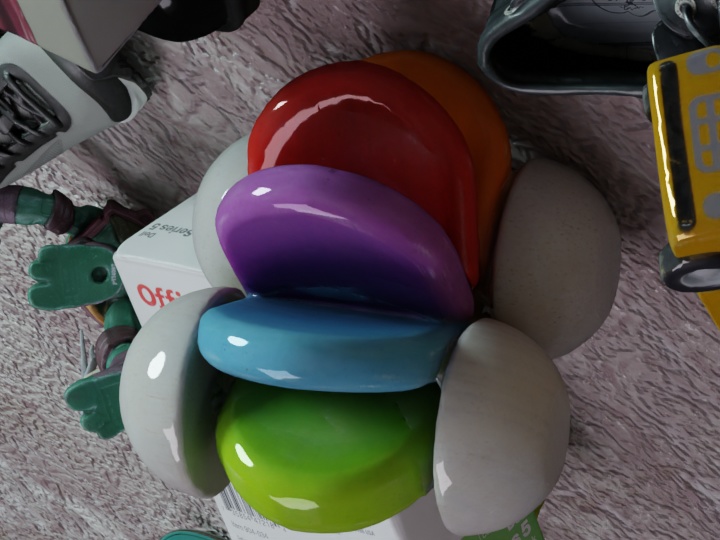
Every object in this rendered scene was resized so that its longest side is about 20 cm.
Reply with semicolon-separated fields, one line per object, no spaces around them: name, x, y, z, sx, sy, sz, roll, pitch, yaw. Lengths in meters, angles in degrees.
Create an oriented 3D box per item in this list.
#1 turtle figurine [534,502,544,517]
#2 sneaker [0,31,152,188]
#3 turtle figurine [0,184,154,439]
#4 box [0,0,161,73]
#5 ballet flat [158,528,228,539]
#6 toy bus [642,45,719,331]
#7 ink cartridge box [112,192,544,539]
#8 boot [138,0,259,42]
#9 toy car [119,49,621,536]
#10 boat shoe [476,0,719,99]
turtle figurine;0.041;0.130;1.393;0.200;0.064;0.161;51;149;6
sneaker;-0.163;-0.075;1.281;0.074;0.079;0.200;44;156;-13
turtle figurine;-0.141;0.007;1.362;0.150;0.101;0.200;53;180;-17
box;-0.158;-0.183;1.018;0.199;0.109;0.128;26;155;27
ballet flat;-0.055;0.241;1.762;0.199;0.068;0.064;30;164;19
toy bus;0.147;-0.009;0.869;0.078;0.065;0.200;-10;158;16
ink cartridge box;-0.014;0.063;1.258;0.145;0.084;0.201;11;130;47
boot;-0.161;-0.107;1.105;0.210;0.158;0.080;25;155;28
toy car;0.000;0.000;1.035;0.174;0.201;0.150;8;142;18
boat shoe;0.112;-0.080;0.870;0.199;0.066;0.075;13;147;45
